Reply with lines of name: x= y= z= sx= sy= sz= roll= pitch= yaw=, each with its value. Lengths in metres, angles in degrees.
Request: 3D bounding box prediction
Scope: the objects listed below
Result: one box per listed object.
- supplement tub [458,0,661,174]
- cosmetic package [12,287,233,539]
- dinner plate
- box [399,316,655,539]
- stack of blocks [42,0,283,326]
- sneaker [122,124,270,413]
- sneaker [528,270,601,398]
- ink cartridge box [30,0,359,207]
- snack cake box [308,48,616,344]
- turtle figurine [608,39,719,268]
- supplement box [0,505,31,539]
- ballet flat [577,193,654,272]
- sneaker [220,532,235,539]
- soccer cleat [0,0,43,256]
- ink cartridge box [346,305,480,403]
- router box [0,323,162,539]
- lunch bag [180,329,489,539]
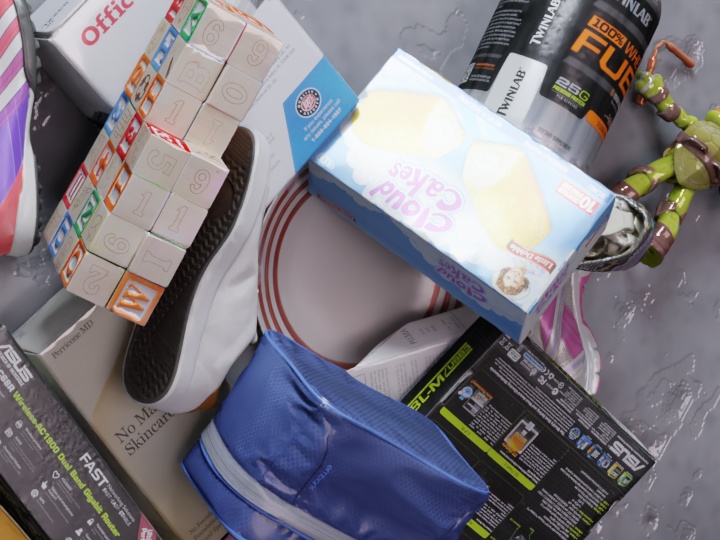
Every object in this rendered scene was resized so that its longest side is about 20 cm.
supplement tub: x=0.158 y=-0.173 z=1.455 sx=0.122 sy=0.122 sz=0.201 roll=31 pitch=80 yaw=-30
cosmetic package: x=-0.151 y=0.097 z=1.331 sx=0.104 sy=0.073 sz=0.201 roll=-44 pitch=116 yaw=-20
dinner plate: x=0.000 y=0.000 z=1.438 sx=0.199 sy=0.024 sz=0.202 roll=-5 pitch=99 yaw=-31
box: x=0.103 y=0.158 z=1.440 sx=0.193 sy=0.048 sz=0.200 roll=-46 pitch=121 yaw=5
stack of blocks: x=-0.128 y=-0.079 z=1.206 sx=0.058 sy=0.115 sz=0.201 roll=26 pitch=99 yaw=-24
sneaker: x=-0.100 y=0.001 z=1.277 sx=0.084 sy=0.072 sz=0.201 roll=20 pitch=90 yaw=-55
sneaker: x=0.137 y=0.042 z=1.498 sx=0.088 sy=0.081 sz=0.202 roll=-1 pitch=88 yaw=-29
ink cartridge box: x=-0.121 y=-0.143 z=1.313 sx=0.145 sy=0.084 sz=0.200 roll=-48 pitch=117 yaw=-15
snack cake box: x=0.072 y=-0.055 z=1.360 sx=0.199 sy=0.067 sz=0.115 roll=35 pitch=72 yaw=12
turtle figurine: x=0.281 y=-0.081 z=1.572 sx=0.161 sy=0.064 sz=0.200 roll=-48 pitch=117 yaw=-18
supplement box: x=-0.330 y=0.207 z=1.214 sx=0.200 sy=0.109 sz=0.110 roll=-45 pitch=115 yaw=-19
ballet flat: x=0.132 y=-0.033 z=1.426 sx=0.199 sy=0.072 sz=0.073 roll=-2 pitch=97 yaw=-9
sneaker: x=-0.122 y=0.266 z=1.360 sx=0.070 sy=0.082 sz=0.201 roll=27 pitch=86 yaw=-30
soccer cleat: x=-0.257 y=-0.107 z=1.249 sx=0.073 sy=0.068 sz=0.202 roll=-5 pitch=101 yaw=-26
ink cartridge box: x=0.030 y=0.127 z=1.449 sx=0.199 sy=0.050 sz=0.162 roll=-15 pitch=116 yaw=-14
router box: x=-0.230 y=0.119 z=1.240 sx=0.062 sy=0.150 sz=0.201 roll=-40 pitch=115 yaw=-20
lunch bag: x=-0.018 y=0.152 z=1.293 sx=0.199 sy=0.136 sz=0.133 roll=32 pitch=98 yaw=-29
